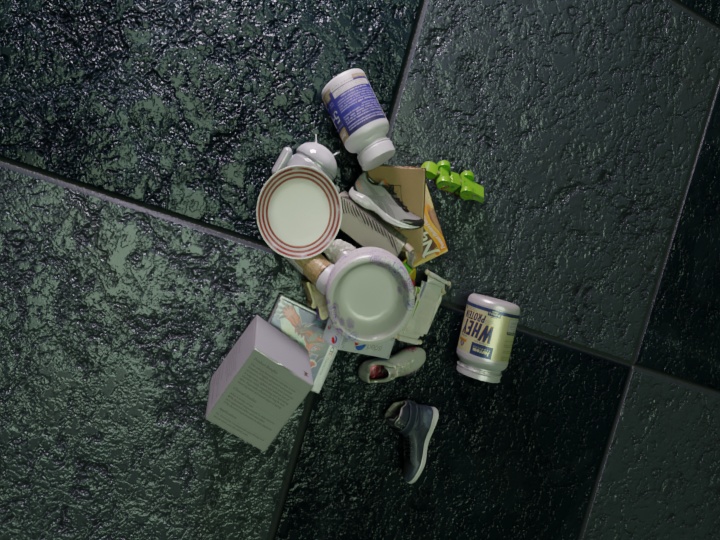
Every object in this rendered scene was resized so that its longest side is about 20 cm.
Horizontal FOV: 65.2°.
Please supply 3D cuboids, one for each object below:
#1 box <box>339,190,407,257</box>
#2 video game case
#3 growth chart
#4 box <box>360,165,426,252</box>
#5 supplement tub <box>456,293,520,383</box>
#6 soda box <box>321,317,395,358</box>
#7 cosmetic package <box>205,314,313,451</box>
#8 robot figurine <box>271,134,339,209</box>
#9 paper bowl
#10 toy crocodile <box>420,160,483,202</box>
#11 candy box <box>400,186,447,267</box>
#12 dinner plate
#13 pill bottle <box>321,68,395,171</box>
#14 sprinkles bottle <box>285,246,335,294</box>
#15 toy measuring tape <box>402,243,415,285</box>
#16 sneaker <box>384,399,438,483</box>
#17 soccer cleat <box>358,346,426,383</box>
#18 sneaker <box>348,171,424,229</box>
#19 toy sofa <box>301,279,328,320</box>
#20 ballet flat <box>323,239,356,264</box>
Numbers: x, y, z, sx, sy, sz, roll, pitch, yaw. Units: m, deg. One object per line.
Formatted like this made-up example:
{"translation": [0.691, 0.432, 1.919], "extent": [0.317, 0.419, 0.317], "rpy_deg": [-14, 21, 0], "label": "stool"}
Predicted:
{"translation": [0.016, -0.102, 1.352], "extent": [0.197, 0.082, 0.069], "rpy_deg": [36, 108, 0], "label": "box"}
{"translation": [-0.151, 0.185, 1.403], "extent": [0.195, 0.023, 0.188], "rpy_deg": [26, 89, -18], "label": "video game case"}
{"translation": [0.159, 0.098, 1.454], "extent": [0.143, 0.017, 0.205], "rpy_deg": [31, 84, -47], "label": "growth chart"}
{"translation": [0.080, -0.151, 1.375], "extent": [0.157, 0.021, 0.208], "rpy_deg": [5, 108, 14], "label": "box"}
{"translation": [0.333, 0.177, 1.487], "extent": [0.140, 0.145, 0.208], "rpy_deg": [12, 93, -17], "label": "supplement tub"}
{"translation": [0.000, 0.164, 1.379], "extent": [0.197, 0.067, 0.066], "rpy_deg": [20, 90, -47], "label": "soda box"}
{"translation": [-0.230, 0.256, 1.290], "extent": [0.165, 0.167, 0.202], "rpy_deg": [35, 100, -20], "label": "cosmetic package"}
{"translation": [-0.126, -0.210, 1.314], "extent": [0.167, 0.112, 0.204], "rpy_deg": [32, 87, -26], "label": "robot figurine"}
{"translation": [0.019, 0.050, 1.247], "extent": [0.192, 0.105, 0.209], "rpy_deg": [-2, 109, -6], "label": "paper bowl"}
{"translation": [0.240, -0.226, 1.455], "extent": [0.194, 0.062, 0.070], "rpy_deg": [18, 56, -23], "label": "toy crocodile"}
{"translation": [0.137, -0.122, 1.435], "extent": [0.112, 0.055, 0.206], "rpy_deg": [-23, 103, -11], "label": "candy box"}
{"translation": [-0.136, -0.129, 1.252], "extent": [0.192, 0.024, 0.209], "rpy_deg": [-3, 101, -16], "label": "dinner plate"}
{"translation": [0.000, -0.345, 1.307], "extent": [0.117, 0.120, 0.205], "rpy_deg": [-25, 85, -12], "label": "pill bottle"}
{"translation": [-0.132, -0.033, 1.311], "extent": [0.199, 0.068, 0.069], "rpy_deg": [41, 85, 15], "label": "sprinkles bottle"}
{"translation": [0.101, 0.007, 1.385], "extent": [0.070, 0.202, 0.076], "rpy_deg": [-2, 63, 3], "label": "toy measuring tape"}
{"translation": [0.115, 0.444, 1.480], "extent": [0.143, 0.076, 0.210], "rpy_deg": [23, 80, -30], "label": "sneaker"}
{"translation": [0.090, 0.252, 1.452], "extent": [0.193, 0.086, 0.073], "rpy_deg": [-13, 101, -15], "label": "soccer cleat"}
{"translation": [0.067, -0.161, 1.326], "extent": [0.196, 0.074, 0.081], "rpy_deg": [31, 108, 5], "label": "sneaker"}
{"translation": [-0.042, 0.040, 1.386], "extent": [0.194, 0.083, 0.101], "rpy_deg": [-22, 99, -14], "label": "toy sofa"}
{"translation": [0.000, 0.000, 1.320], "extent": [0.199, 0.072, 0.072], "rpy_deg": [43, 84, -13], "label": "ballet flat"}
